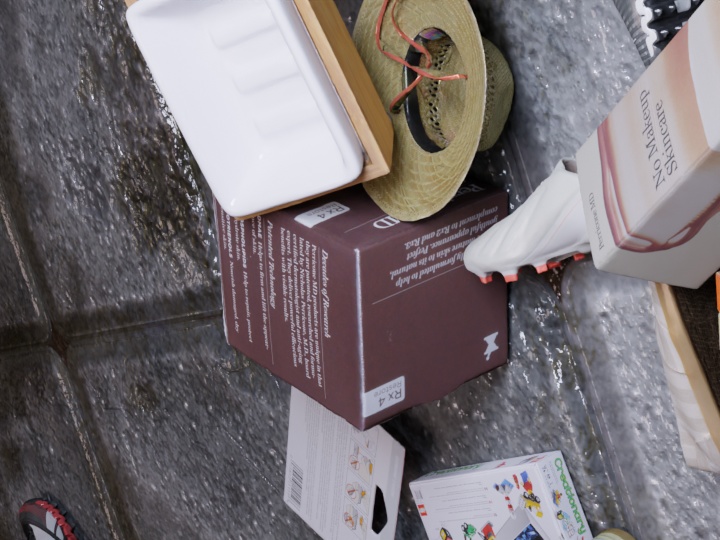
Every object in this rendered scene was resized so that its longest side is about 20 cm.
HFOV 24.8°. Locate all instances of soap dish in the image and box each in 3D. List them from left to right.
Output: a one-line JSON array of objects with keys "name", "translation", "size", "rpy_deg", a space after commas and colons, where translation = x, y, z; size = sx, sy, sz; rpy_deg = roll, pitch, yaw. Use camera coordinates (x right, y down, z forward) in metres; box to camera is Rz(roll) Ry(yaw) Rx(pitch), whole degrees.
[{"name": "soap dish", "translation": [-0.073, -0.150, 1.246], "size": [0.156, 0.081, 0.201], "rpy_deg": [-15, 109, 37]}]

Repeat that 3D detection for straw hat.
[{"name": "straw hat", "translation": [0.072, -0.139, 1.267], "size": [0.200, 0.084, 0.204], "rpy_deg": [1, 91, 56]}]

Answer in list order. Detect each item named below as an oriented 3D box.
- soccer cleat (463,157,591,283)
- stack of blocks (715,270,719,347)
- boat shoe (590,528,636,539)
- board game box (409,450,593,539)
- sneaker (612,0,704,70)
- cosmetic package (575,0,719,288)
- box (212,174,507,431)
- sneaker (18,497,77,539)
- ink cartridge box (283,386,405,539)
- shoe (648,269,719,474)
[{"name": "soccer cleat", "translation": [0.150, -0.042, 1.233], "size": [0.199, 0.069, 0.078], "rpy_deg": [-17, 89, 50]}, {"name": "stack of blocks", "translation": [0.304, 0.096, 1.093], "size": [0.115, 0.058, 0.202], "rpy_deg": [18, 122, 49]}, {"name": "boat shoe", "translation": [0.223, 0.313, 1.325], "size": [0.073, 0.063, 0.203], "rpy_deg": [-17, 94, 57]}, {"name": "board game box", "translation": [0.127, 0.233, 1.441], "size": [0.199, 0.034, 0.127], "rpy_deg": [-20, 91, 57]}, {"name": "sneaker", "translation": [0.177, -0.219, 1.095], "size": [0.090, 0.066, 0.202], "rpy_deg": [-12, 95, 60]}, {"name": "cosmetic package", "translation": [0.226, -0.087, 1.036], "size": [0.200, 0.086, 0.104], "rpy_deg": [125, 146, -48]}, {"name": "box", "translation": [0.000, 0.000, 1.373], "size": [0.199, 0.165, 0.166], "rpy_deg": [27, 128, 45]}, {"name": "sneaker", "translation": [-0.433, 0.394, 2.272], "size": [0.200, 0.097, 0.071], "rpy_deg": [42, 141, 36]}, {"name": "ink cartridge box", "translation": [-0.006, 0.193, 1.602], "size": [0.173, 0.043, 0.202], "rpy_deg": [37, 136, 37]}, {"name": "shoe", "translation": [0.232, 0.054, 1.160], "size": [0.053, 0.070, 0.202], "rpy_deg": [-8, 104, 47]}]
